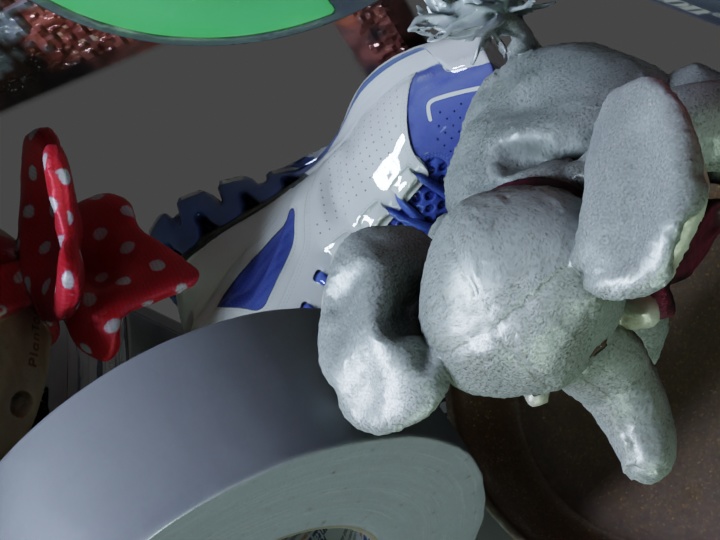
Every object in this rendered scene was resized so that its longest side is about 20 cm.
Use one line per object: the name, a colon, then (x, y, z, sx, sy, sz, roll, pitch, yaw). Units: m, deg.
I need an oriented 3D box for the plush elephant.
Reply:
plush elephant: (0.077, -0.003, 0.643, 0.164, 0.155, 0.200, -27, 123, 39)

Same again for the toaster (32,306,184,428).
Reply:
toaster: (-0.135, 0.094, 0.865, 0.199, 0.114, 0.129, -30, 135, 26)

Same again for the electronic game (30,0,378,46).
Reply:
electronic game: (-0.047, -0.148, 0.614, 0.199, 0.042, 0.201, -6, 144, -4)

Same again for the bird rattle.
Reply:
bird rattle: (-0.167, 0.036, 0.742, 0.162, 0.201, 0.112, 14, -177, 38)

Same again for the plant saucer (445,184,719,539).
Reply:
plant saucer: (0.135, 0.043, 0.783, 0.199, 0.201, 0.037, -18, 154, 12)

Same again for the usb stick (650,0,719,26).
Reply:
usb stick: (0.093, -0.113, 0.631, 0.199, 0.033, 0.055, 14, 169, -29)

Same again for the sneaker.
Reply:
sneaker: (-0.001, 0.000, 0.761, 0.199, 0.116, 0.080, -31, 140, 26)

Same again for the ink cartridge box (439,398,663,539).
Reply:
ink cartridge box: (0.069, 0.113, 0.859, 0.143, 0.201, 0.084, -18, 140, 12)

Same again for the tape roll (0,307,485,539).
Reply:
tape roll: (-0.052, 0.107, 0.701, 0.199, 0.066, 0.201, -24, 146, -18)
